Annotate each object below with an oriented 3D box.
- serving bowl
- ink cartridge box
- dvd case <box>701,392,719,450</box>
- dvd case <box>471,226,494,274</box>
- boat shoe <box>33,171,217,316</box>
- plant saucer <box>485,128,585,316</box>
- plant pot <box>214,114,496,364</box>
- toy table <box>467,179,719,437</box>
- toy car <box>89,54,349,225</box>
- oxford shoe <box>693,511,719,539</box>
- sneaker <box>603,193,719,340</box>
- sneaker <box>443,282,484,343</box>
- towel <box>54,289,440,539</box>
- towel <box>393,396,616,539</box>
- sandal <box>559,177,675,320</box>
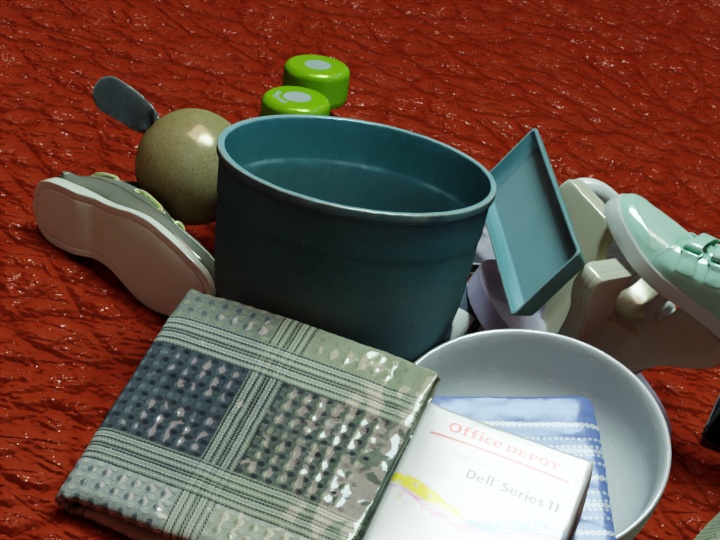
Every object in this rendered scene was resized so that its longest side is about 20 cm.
[{"bbox_3d":[0.110,0.134,1.516,0.198,0.066,0.201,2,47,-2],"label":"serving bowl"},{"bbox_3d":[0.070,0.161,1.371,0.116,0.068,0.201,19,50,10],"label":"ink cartridge box"},{"bbox_3d":[0.335,0.043,1.765,0.025,0.151,0.200,33,28,5],"label":"dvd case"},{"bbox_3d":[0.121,-0.033,1.963,0.198,0.016,0.149,6,26,-19],"label":"dvd case"},{"bbox_3d":[-0.169,-0.025,1.720,0.201,0.073,0.060,28,33,35],"label":"boat shoe"},{"bbox_3d":[0.128,-0.036,1.664,0.019,0.070,0.200,37,20,-22],"label":"plant saucer"},{"bbox_3d":[-0.018,0.010,1.582,0.198,0.190,0.200,10,21,-4],"label":"plant pot"},{"bbox_3d":[0.184,0.033,1.678,0.200,0.117,0.184,43,26,11],"label":"toy table"},{"bbox_3d":[-0.121,-0.088,1.780,0.198,0.166,0.158,10,24,7],"label":"toy car"},{"bbox_3d":[0.247,0.202,1.496,0.200,0.075,0.058,-27,83,-53],"label":"oxford shoe"},{"bbox_3d":[0.279,-0.015,1.608,0.200,0.119,0.074,41,28,8],"label":"sneaker"},{"bbox_3d":[0.000,0.000,1.749,0.129,0.080,0.200,7,35,-36],"label":"sneaker"},{"bbox_3d":[-0.068,0.114,1.445,0.198,0.035,0.193,18,53,17],"label":"towel"},{"bbox_3d":[0.092,0.162,1.433,0.143,0.024,0.201,0,49,-5],"label":"towel"},{"bbox_3d":[0.193,-0.013,1.790,0.082,0.203,0.050,-21,46,12],"label":"sandal"}]
